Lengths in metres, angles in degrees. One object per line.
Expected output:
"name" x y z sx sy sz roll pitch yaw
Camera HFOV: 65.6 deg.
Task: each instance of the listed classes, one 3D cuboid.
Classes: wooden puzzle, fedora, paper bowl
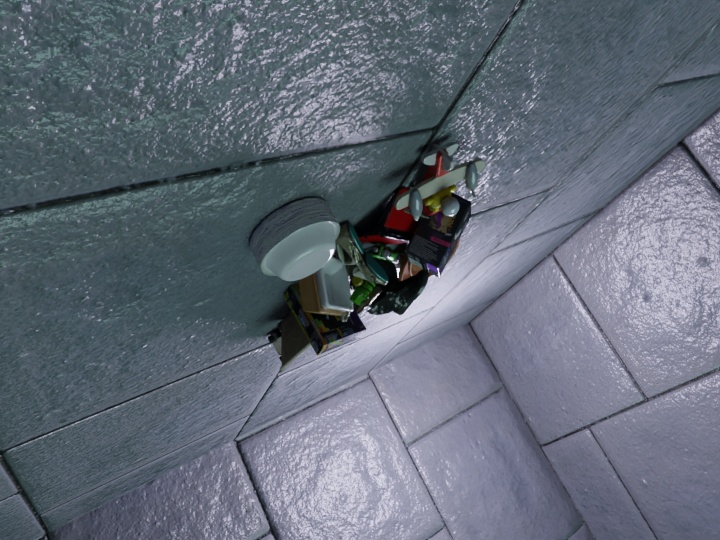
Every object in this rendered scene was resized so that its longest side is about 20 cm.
"wooden puzzle" -0.172 0.179 1.664 0.046 0.204 0.184 30 125 -28
"fedora" 0.062 0.027 1.716 0.092 0.199 0.201 -55 -177 -41
"paper bowl" -0.133 -0.055 1.213 0.197 0.106 0.201 -30 163 -10

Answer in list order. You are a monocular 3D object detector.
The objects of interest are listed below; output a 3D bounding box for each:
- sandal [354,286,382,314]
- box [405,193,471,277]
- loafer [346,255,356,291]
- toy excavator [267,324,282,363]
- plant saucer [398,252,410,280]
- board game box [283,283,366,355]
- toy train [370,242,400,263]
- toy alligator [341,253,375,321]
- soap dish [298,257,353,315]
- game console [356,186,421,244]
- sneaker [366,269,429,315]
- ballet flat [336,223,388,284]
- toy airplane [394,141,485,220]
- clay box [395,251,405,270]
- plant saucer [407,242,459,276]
"sandal" 0.008 0.072 1.586 0.081 0.054 0.200 -48 -179 -19
"box" 0.216 -0.104 1.532 0.204 0.104 0.122 -61 165 -7
"loafer" 0.000 0.000 1.604 0.073 0.070 0.201 1 153 4
"toy excavator" -0.185 0.195 1.853 0.193 0.101 0.199 -38 175 27
"plant saucer" 0.183 -0.030 1.821 0.199 0.032 0.204 -41 147 -34
"board game box" -0.099 0.120 1.576 0.162 0.202 0.057 -16 153 -40
"toy train" 0.074 -0.045 1.563 0.043 0.055 0.200 -65 167 4
"toy alligator" 0.009 0.048 1.472 0.059 0.053 0.204 50 56 -49
"soap dish" -0.095 0.041 1.469 0.079 0.163 0.199 -15 168 19
"game console" 0.076 -0.139 1.484 0.168 0.123 0.198 -4 176 29
"sneaker" 0.107 0.061 1.611 0.102 0.061 0.202 25 121 -16
"ballet flat" -0.007 -0.030 1.420 0.074 0.201 0.069 -28 -151 18
"toy airplane" 0.191 -0.198 1.308 0.199 0.144 0.197 -39 161 25
"clay box" 0.117 -0.007 1.861 0.114 0.048 0.198 -41 161 22
"plant saucer" 0.224 -0.060 1.739 0.196 0.038 0.203 -27 144 -21
